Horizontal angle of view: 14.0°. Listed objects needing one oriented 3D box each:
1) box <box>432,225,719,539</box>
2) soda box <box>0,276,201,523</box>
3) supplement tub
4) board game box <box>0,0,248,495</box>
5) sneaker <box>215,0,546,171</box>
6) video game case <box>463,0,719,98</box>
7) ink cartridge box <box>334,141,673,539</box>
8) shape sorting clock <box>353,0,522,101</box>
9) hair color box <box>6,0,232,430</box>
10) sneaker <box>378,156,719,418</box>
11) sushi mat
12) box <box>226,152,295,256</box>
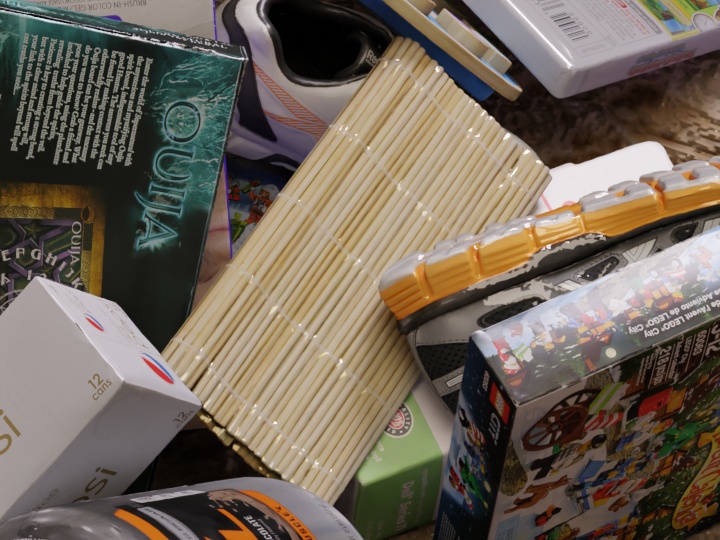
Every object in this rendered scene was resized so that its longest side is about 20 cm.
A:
[{"bbox_3d":[0.102,0.066,1.197,0.136,0.200,0.038,-23,62,-17],"label":"box"},{"bbox_3d":[-0.161,0.099,1.179,0.200,0.068,0.064,-48,64,9],"label":"soda box"},{"bbox_3d":[-0.082,0.146,1.123,0.122,0.123,0.200,40,19,22],"label":"supplement tub"},{"bbox_3d":[-0.132,-0.008,1.213,0.134,0.201,0.028,11,15,-11],"label":"board game box"},{"bbox_3d":[0.010,-0.067,1.320,0.199,0.080,0.074,22,56,-26],"label":"sneaker"},{"bbox_3d":[0.099,-0.173,1.437,0.181,0.023,0.200,-19,56,-39],"label":"video game case"},{"bbox_3d":[0.065,0.030,1.300,0.199,0.067,0.118,-19,61,-15],"label":"ink cartridge box"},{"bbox_3d":[-0.001,-0.148,1.355,0.200,0.200,0.039,40,94,22],"label":"shape sorting clock"},{"bbox_3d":[-0.111,-0.031,1.258,0.109,0.201,0.065,-6,18,-7],"label":"hair color box"},{"bbox_3d":[0.111,0.004,1.226,0.199,0.078,0.078,-18,94,4],"label":"sneaker"},{"bbox_3d":[0.000,0.000,1.245,0.096,0.012,0.200,41,62,-11],"label":"sushi mat"},{"bbox_3d":[-0.110,-0.065,1.373,0.199,0.040,0.137,16,55,8],"label":"box"}]
